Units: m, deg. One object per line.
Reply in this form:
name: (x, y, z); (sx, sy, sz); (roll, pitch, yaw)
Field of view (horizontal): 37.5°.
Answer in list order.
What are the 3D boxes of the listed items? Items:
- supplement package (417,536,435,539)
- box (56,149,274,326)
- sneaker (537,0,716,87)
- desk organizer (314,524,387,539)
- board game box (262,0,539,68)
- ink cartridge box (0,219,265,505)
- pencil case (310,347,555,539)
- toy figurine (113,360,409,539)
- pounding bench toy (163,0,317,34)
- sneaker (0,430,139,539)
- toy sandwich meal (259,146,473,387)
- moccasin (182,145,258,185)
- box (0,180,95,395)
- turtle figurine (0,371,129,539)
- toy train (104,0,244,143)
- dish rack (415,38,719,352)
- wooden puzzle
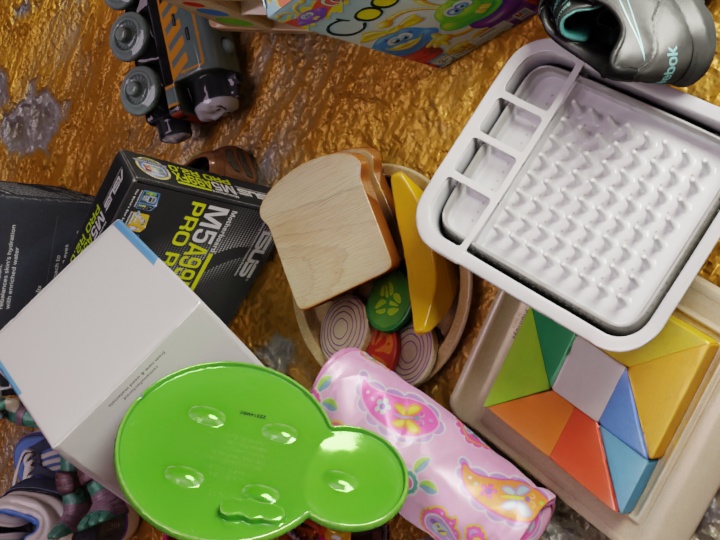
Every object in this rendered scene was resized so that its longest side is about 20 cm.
supplement package: (0.060, 0.327, 0.739); (0.200, 0.146, 0.193); (38, 112, 34)
box: (-0.174, 0.004, 0.924); (0.201, 0.159, 0.044); (-57, 45, 22)
sneaker: (0.150, -0.196, 0.699); (0.201, 0.079, 0.076); (59, 154, 33)
desk organizer: (-0.078, 0.241, 0.896); (0.198, 0.077, 0.073); (1, 90, 39)
board game box: (0.026, -0.225, 0.742); (0.102, 0.199, 0.106); (-24, 75, 36)
ink cartridge box: (-0.159, 0.096, 0.848); (0.146, 0.200, 0.146); (-45, 46, -8)
pencil case: (0.043, 0.140, 0.772); (0.199, 0.087, 0.088); (35, 111, 20)
toy figurine: (-0.074, 0.187, 0.765); (0.198, 0.151, 0.185); (11, 133, 3)
pounding bench toy: (-0.124, -0.271, 0.874); (0.198, 0.156, 0.126); (7, 93, 23)
sneaker: (-0.331, 0.221, 1.056); (0.199, 0.146, 0.081); (24, 104, 36)
toy sandwich meal: (0.000, 0.000, 0.842); (0.204, 0.070, 0.208); (-1, 89, 39)
moccasin: (-0.181, -0.044, 0.983); (0.201, 0.077, 0.074); (-31, 70, 34)
box: (-0.361, 0.014, 1.051); (0.117, 0.199, 0.199); (17, 99, 38)
turtle figurine: (-0.271, 0.133, 0.954); (0.150, 0.100, 0.202); (-34, 74, 61)
toy train: (-0.169, -0.222, 0.980); (0.113, 0.085, 0.202); (-18, 78, 27)
dish rack: (0.151, -0.050, 0.715); (0.199, 0.043, 0.172); (32, 88, 35)
wooden puzzle: (0.165, 0.073, 0.729); (0.199, 0.037, 0.187); (34, 110, 34)
